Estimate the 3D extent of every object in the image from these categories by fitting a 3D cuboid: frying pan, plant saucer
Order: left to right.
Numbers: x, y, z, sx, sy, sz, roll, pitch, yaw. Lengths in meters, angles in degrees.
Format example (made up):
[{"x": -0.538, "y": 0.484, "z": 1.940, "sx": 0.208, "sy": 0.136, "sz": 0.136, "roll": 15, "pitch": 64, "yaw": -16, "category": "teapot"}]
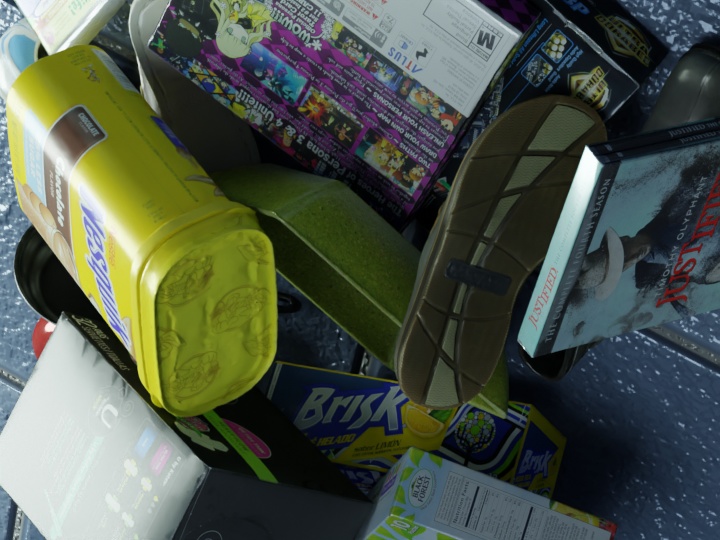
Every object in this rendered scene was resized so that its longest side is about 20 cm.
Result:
[{"x": -0.144, "y": -0.002, "z": 1.788, "sx": 0.189, "sy": 0.115, "sz": 0.031, "roll": -5, "pitch": 144, "yaw": -15, "category": "frying pan"}, {"x": 0.000, "y": 0.000, "z": 1.627, "sx": 0.200, "sy": 0.048, "sz": 0.200, "roll": 42, "pitch": 172, "yaw": -20, "category": "plant saucer"}]

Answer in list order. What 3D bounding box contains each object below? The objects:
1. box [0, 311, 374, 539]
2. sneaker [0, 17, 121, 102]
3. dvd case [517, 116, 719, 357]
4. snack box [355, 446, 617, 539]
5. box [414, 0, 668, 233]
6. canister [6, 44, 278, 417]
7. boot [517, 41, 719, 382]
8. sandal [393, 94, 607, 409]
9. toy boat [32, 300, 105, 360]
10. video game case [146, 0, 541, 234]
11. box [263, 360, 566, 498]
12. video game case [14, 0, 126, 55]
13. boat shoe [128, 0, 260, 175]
[{"x": -0.119, "y": 0.138, "z": 1.670, "sx": 0.200, "sy": 0.148, "sz": 0.125, "roll": 40, "pitch": 107, "yaw": 45, "category": "box"}, {"x": -0.166, "y": -0.088, "z": 1.738, "sx": 0.200, "sy": 0.072, "sz": 0.072, "roll": 48, "pitch": 127, "yaw": -7, "category": "sneaker"}, {"x": 0.190, "y": -0.028, "z": 1.459, "sx": 0.022, "sy": 0.199, "sz": 0.147, "roll": 54, "pitch": 142, "yaw": 36, "category": "dvd case"}, {"x": 0.070, "y": 0.180, "z": 1.686, "sx": 0.141, "sy": 0.053, "sz": 0.200, "roll": 22, "pitch": 161, "yaw": -4, "category": "snack box"}, {"x": 0.068, "y": -0.115, "z": 1.575, "sx": 0.159, "sy": 0.046, "sz": 0.200, "roll": 42, "pitch": 134, "yaw": 3, "category": "box"}, {"x": -0.138, "y": -0.028, "z": 1.607, "sx": 0.200, "sy": 0.086, "sz": 0.149, "roll": 49, "pitch": 153, "yaw": 36, "category": "canister"}, {"x": 0.162, "y": -0.026, "z": 1.509, "sx": 0.068, "sy": 0.130, "sz": 0.201, "roll": 34, "pitch": 133, "yaw": 19, "category": "boot"}, {"x": 0.074, "y": -0.015, "z": 1.525, "sx": 0.080, "sy": 0.054, "sz": 0.201, "roll": 22, "pitch": 100, "yaw": -17, "category": "sandal"}, {"x": -0.167, "y": 0.112, "z": 1.830, "sx": 0.130, "sy": 0.131, "sz": 0.201, "roll": -9, "pitch": 115, "yaw": 37, "category": "toy boat"}, {"x": -0.014, "y": -0.143, "z": 1.551, "sx": 0.200, "sy": 0.036, "sz": 0.182, "roll": 36, "pitch": 132, "yaw": 6, "category": "video game case"}, {"x": 0.030, "y": 0.114, "z": 1.728, "sx": 0.199, "sy": 0.065, "sz": 0.070, "roll": 8, "pitch": 161, "yaw": 29, "category": "box"}, {"x": -0.188, "y": -0.257, "z": 1.642, "sx": 0.200, "sy": 0.022, "sz": 0.183, "roll": -41, "pitch": 79, "yaw": 43, "category": "video game case"}, {"x": -0.108, "y": -0.104, "z": 1.693, "sx": 0.071, "sy": 0.060, "sz": 0.201, "roll": -12, "pitch": 119, "yaw": 2, "category": "boat shoe"}]
